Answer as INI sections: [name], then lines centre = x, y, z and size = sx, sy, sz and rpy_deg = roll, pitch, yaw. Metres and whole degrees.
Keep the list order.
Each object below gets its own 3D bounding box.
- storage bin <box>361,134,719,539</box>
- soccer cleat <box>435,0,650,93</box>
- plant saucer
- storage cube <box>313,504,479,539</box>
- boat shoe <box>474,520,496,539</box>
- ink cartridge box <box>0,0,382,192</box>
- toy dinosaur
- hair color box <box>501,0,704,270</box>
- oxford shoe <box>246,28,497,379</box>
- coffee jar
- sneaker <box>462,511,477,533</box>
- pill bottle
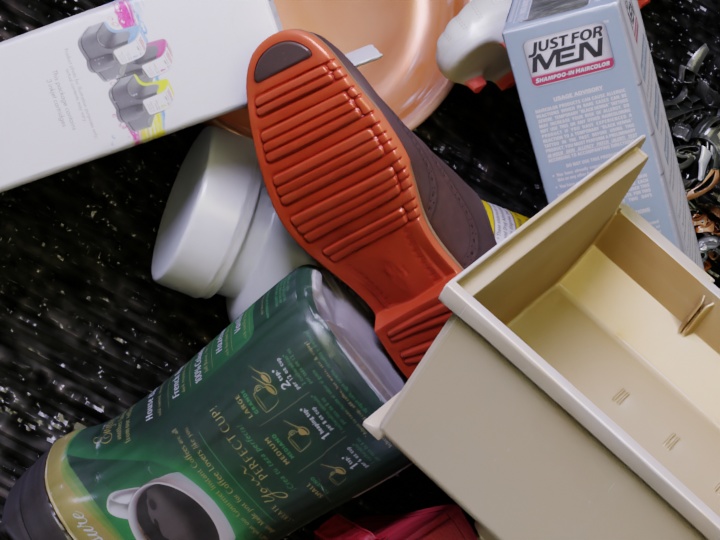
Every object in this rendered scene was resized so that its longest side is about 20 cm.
[storage bin]
centre = 0.139, 0.063, 0.922
size = 0.200, 0.094, 0.198
rpy_deg = 41, 40, 11
[soccer cleat]
centre = 0.095, -0.157, 1.175
size = 0.200, 0.069, 0.078
rpy_deg = -31, 81, -43
[plant saucer]
centre = -0.034, -0.154, 1.160
size = 0.199, 0.037, 0.202
rpy_deg = 3, 80, -19
[storage cube]
centre = -0.010, 0.234, 1.026
size = 0.179, 0.171, 0.201
rpy_deg = -31, 91, -20
[boat shoe]
centre = 0.088, 0.093, 1.010
size = 0.074, 0.200, 0.066
rpy_deg = -41, 99, 10
[ink cartridge box]
centre = -0.095, -0.103, 1.050
size = 0.199, 0.115, 0.068
rpy_deg = -19, 98, 0
[toy dinosaur]
centre = 0.164, -0.052, 1.163
size = 0.135, 0.201, 0.102
rpy_deg = -31, 46, -18
[hair color box]
centre = 0.127, -0.044, 1.076
size = 0.060, 0.099, 0.201
rpy_deg = -12, 108, 13
[oxford shoe]
centre = 0.013, -0.031, 1.011
size = 0.201, 0.071, 0.073
rpy_deg = 60, 31, -19
[coffee jar]
centre = -0.071, 0.093, 1.032
size = 0.199, 0.085, 0.104
rpy_deg = -35, 108, 12
[sneaker]
centre = 0.090, 0.211, 1.098
size = 0.071, 0.083, 0.200
rpy_deg = -18, 48, -20
[pill bottle]
centre = 0.000, 0.000, 1.103
size = 0.199, 0.113, 0.114
rpy_deg = 20, 74, -15
